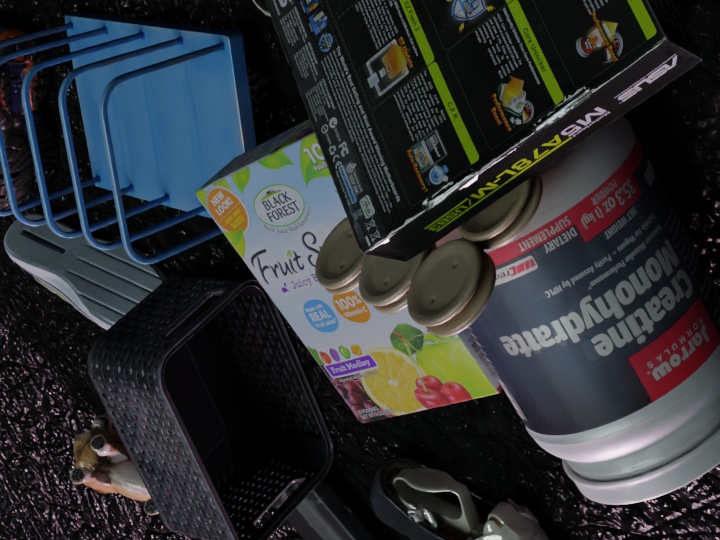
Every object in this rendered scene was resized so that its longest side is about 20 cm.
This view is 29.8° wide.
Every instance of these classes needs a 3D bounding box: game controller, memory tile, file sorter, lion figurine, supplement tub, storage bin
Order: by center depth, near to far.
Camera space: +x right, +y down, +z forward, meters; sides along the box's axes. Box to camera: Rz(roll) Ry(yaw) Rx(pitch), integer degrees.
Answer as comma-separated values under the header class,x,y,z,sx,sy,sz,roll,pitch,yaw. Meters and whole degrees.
class,x,y,z,sx,sy,sz,roll,pitch,yaw
memory tile,0.058,-0.064,0.737,0.017,0.201,0.153,35,170,-31
supplement tub,0.134,0.019,0.791,0.140,0.140,0.201,-15,112,49
file sorter,-0.184,-0.098,0.972,0.199,0.122,0.140,16,120,43
storage bin,-0.121,0.115,1.125,0.093,0.135,0.202,5,126,40
game controller,-0.007,0.257,1.233,0.200,0.042,0.104,51,157,-4
lion figurine,-0.210,0.207,1.345,0.199,0.073,0.123,25,172,16

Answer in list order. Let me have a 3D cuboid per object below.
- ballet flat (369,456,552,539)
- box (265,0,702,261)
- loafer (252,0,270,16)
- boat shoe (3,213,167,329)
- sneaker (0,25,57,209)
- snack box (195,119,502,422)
class,x,y,z,sx,sy,sz,roll,pitch,yaw
ballet flat,0.089,0.202,1.059,0.199,0.073,0.074,25,138,29
box,0.046,-0.138,0.686,0.192,0.047,0.202,-34,65,28
loafer,0.011,-0.176,0.793,0.199,0.068,0.076,-4,121,45
boat shoe,-0.232,0.009,1.208,0.199,0.072,0.062,29,164,27
sneaker,-0.308,-0.130,1.152,0.078,0.075,0.201,38,135,26
snack box,0.000,0.000,0.879,0.142,0.053,0.201,-19,111,48
